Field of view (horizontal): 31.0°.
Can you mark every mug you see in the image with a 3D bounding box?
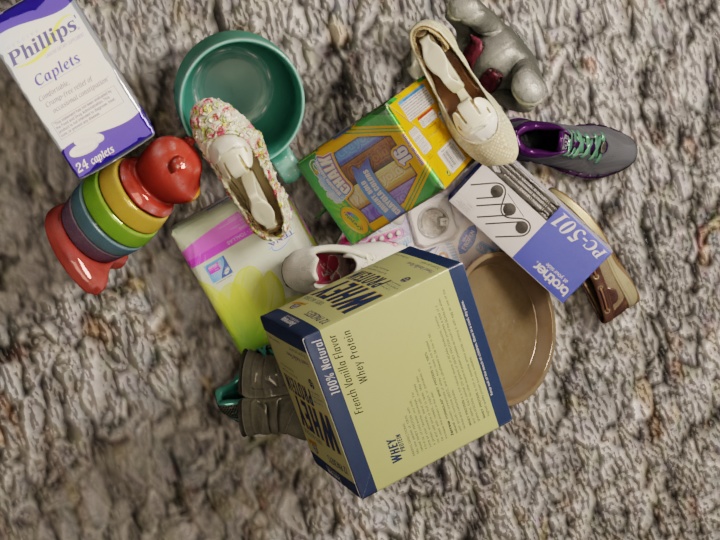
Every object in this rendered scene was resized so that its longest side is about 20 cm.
[{"bbox_3d":[-0.149,-0.198,1.580,0.151,0.114,0.186,-5,110,-12],"label":"mug"}]

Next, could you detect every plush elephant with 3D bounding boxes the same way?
[{"bbox_3d":[0.136,-0.239,1.625,0.155,0.200,0.165,-40,89,17],"label":"plush elephant"}]

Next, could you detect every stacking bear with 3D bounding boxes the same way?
[{"bbox_3d":[-0.266,-0.082,1.529,0.200,0.122,0.114,-35,104,24],"label":"stacking bear"}]

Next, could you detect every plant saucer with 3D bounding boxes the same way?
[{"bbox_3d":[0.179,0.076,1.686,0.200,0.029,0.201,4,84,-40],"label":"plant saucer"}]

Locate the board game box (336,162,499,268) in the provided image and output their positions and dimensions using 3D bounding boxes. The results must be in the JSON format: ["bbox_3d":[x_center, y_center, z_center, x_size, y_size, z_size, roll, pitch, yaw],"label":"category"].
[{"bbox_3d":[0.096,-0.063,1.695,0.200,0.026,0.200,28,91,-13],"label":"board game box"}]

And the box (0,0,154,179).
[{"bbox_3d":[-0.333,-0.220,1.508,0.105,0.184,0.200,-32,102,-5],"label":"box"}]

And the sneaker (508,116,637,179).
[{"bbox_3d":[0.275,-0.157,1.688,0.199,0.088,0.075,4,96,-12],"label":"sneaker"}]

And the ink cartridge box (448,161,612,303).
[{"bbox_3d":[0.216,-0.061,1.661,0.200,0.044,0.094,42,103,-6],"label":"ink cartridge box"}]

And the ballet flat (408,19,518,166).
[{"bbox_3d":[0.113,-0.204,1.517,0.067,0.062,0.200,-35,84,15],"label":"ballet flat"}]

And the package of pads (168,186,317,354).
[{"bbox_3d":[-0.125,-0.004,1.635,0.154,0.068,0.200,-30,105,-7],"label":"package of pads"}]

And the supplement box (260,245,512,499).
[{"bbox_3d":[0.029,0.108,1.443,0.199,0.134,0.201,-25,108,-18],"label":"supplement box"}]

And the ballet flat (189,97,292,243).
[{"bbox_3d":[-0.132,-0.113,1.516,0.075,0.064,0.200,-27,125,8],"label":"ballet flat"}]

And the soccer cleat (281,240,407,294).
[{"bbox_3d":[0.000,0.000,1.598,0.199,0.086,0.070,-5,90,-35],"label":"soccer cleat"}]

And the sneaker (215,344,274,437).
[{"bbox_3d":[-0.102,0.119,1.593,0.091,0.078,0.200,28,109,-36],"label":"sneaker"}]

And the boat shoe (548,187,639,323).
[{"bbox_3d":[0.290,-0.017,1.720,0.072,0.072,0.200,-38,109,-6],"label":"boat shoe"}]

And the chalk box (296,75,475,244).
[{"bbox_3d":[0.018,-0.125,1.578,0.200,0.124,0.124,-29,100,35],"label":"chalk box"}]

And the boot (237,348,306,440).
[{"bbox_3d":[-0.082,0.106,1.535,0.130,0.068,0.201,8,92,7],"label":"boot"}]
